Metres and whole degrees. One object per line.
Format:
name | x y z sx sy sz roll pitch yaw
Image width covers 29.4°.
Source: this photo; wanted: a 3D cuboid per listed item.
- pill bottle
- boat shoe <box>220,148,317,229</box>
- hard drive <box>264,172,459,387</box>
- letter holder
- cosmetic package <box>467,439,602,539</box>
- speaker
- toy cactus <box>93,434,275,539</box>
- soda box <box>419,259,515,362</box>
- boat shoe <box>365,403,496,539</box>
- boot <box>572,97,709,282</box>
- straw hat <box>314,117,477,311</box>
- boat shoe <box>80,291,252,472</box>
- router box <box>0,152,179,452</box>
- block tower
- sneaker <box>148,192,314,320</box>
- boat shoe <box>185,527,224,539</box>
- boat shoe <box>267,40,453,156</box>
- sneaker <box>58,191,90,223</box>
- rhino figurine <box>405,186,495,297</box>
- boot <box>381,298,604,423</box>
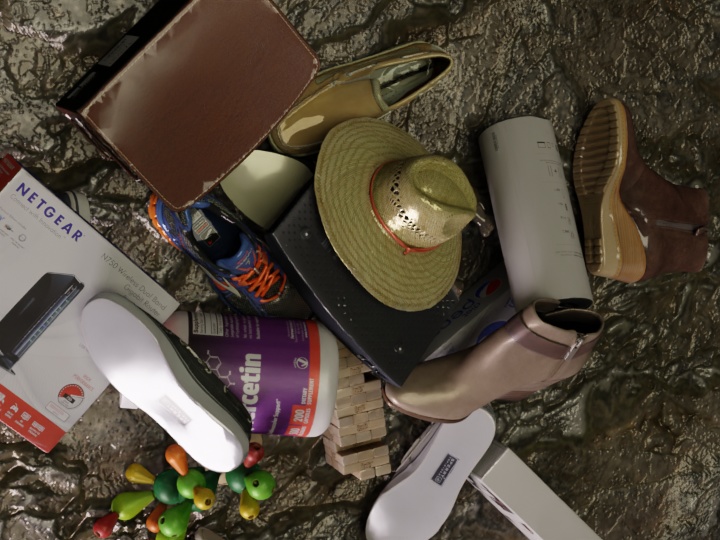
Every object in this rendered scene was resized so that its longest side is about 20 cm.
pill bottle | -0.126 0.098 1.306 0.199 0.112 0.113 4 97 -12
boat shoe | -0.052 -0.072 1.349 0.201 0.063 0.074 19 107 -25
hard drive | 0.000 0.000 1.302 0.200 0.042 0.135 51 56 -21
letter holder | -0.154 -0.169 1.269 0.200 0.100 0.142 -47 114 -9
cosmetic package | 0.188 0.259 1.492 0.051 0.083 0.200 -48 112 -6
speaker | 0.177 -0.051 1.391 0.081 0.081 0.201 -3 71 -22
toy cactus | -0.154 0.195 1.316 0.103 0.200 0.165 57 35 -8
soda box | 0.122 0.065 1.440 0.200 0.068 0.064 -39 111 -13
boat shoe | 0.074 0.210 1.443 0.072 0.066 0.201 29 107 -2
boot | 0.315 -0.089 1.510 0.166 0.072 0.201 -5 99 -34
straw hat | 0.058 -0.064 1.281 0.200 0.085 0.202 19 63 -41
boat shoe | -0.168 0.092 1.209 0.068 0.057 0.200 -30 109 25
router box | -0.287 0.031 1.185 0.180 0.049 0.200 -49 125 -4
block tower | -0.012 0.111 1.397 0.054 0.058 0.201 -12 102 -21
sneaker | -0.119 -0.008 1.320 0.200 0.078 0.075 39 83 -23
boat shoe | -0.110 0.337 1.393 0.200 0.067 0.057 42 97 -18
boat shoe | 0.001 -0.172 1.345 0.200 0.076 0.072 -32 110 -15
sneaker | -0.305 0.020 1.246 0.079 0.078 0.201 14 94 -30
rhino figurine | 0.063 -0.007 1.404 0.087 0.060 0.201 29 83 -22
boot | 0.135 0.081 1.332 0.199 0.146 0.070 -2 56 -35
